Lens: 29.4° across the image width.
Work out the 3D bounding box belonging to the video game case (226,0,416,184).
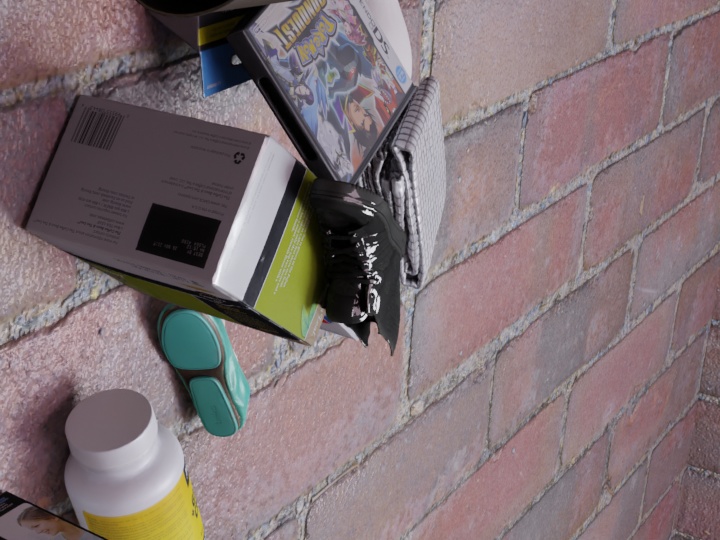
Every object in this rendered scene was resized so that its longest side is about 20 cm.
[{"bbox_3d":[-0.030,-0.192,1.280,0.181,0.025,0.200,58,37,-23],"label":"video game case"}]

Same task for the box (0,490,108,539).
[{"bbox_3d":[-0.249,0.280,1.165,0.060,0.199,0.117,-29,131,-51],"label":"box"}]

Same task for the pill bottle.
[{"bbox_3d":[-0.213,0.211,1.287,0.112,0.112,0.201,-49,144,-39],"label":"pill bottle"}]

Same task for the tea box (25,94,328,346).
[{"bbox_3d":[-0.140,-0.041,1.197,0.197,0.199,0.134,41,67,-61],"label":"tea box"}]

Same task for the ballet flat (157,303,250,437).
[{"bbox_3d":[-0.157,0.083,1.392,0.071,0.067,0.201,-82,164,-44],"label":"ballet flat"}]

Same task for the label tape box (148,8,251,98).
[{"bbox_3d":[-0.127,-0.274,1.245,0.144,0.063,0.201,-32,131,-53],"label":"label tape box"}]

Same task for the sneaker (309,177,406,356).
[{"bbox_3d":[-0.003,-0.001,1.192,0.200,0.060,0.105,42,61,-65],"label":"sneaker"}]

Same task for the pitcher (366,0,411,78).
[{"bbox_3d":[-0.023,-0.249,1.414,0.171,0.121,0.201,1,93,-43],"label":"pitcher"}]

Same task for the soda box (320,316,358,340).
[{"bbox_3d":[-0.051,0.008,1.532,0.068,0.063,0.200,-67,152,-14],"label":"soda box"}]

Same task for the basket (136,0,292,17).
[{"bbox_3d":[-0.079,-0.281,1.116,0.180,0.136,0.200,-37,173,23],"label":"basket"}]

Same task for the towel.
[{"bbox_3d":[0.042,-0.103,1.583,0.166,0.085,0.201,-72,160,-47],"label":"towel"}]
